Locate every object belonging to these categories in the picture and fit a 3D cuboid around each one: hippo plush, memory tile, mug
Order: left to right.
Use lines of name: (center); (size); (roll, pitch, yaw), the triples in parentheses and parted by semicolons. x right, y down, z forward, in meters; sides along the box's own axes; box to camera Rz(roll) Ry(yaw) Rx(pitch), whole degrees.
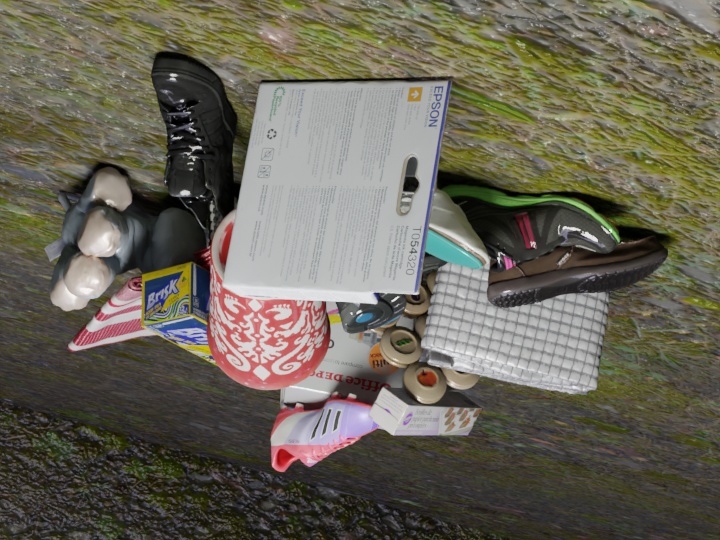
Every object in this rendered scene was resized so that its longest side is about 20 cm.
hippo plush: (-0.269, -0.015, 1.790); (0.159, 0.161, 0.200); (18, 162, -23)
mug: (-0.101, 0.004, 1.556); (0.132, 0.179, 0.200); (-14, 156, -9)
memory tile: (0.105, 0.063, 1.741); (0.198, 0.154, 0.017); (-18, 152, -31)

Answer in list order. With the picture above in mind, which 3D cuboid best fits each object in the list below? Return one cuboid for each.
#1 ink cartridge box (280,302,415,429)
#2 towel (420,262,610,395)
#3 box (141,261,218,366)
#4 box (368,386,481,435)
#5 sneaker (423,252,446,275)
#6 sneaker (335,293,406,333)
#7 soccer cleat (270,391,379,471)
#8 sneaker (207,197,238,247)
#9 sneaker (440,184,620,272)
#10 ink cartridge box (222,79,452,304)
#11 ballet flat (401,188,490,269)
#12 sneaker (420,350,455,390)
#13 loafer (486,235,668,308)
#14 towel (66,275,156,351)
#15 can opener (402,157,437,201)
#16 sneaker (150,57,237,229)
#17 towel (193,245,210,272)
ink cartridge box: (-0.009, 0.073, 1.845); (0.144, 0.202, 0.145); (10, 164, 0)
towel: (0.171, 0.040, 1.685); (0.198, 0.168, 0.086); (12, 170, -5)
box: (-0.163, 0.057, 1.720); (0.069, 0.065, 0.200); (-13, 156, 24)
box: (0.076, 0.161, 1.739); (0.041, 0.039, 0.199); (32, -170, 26)
sneaker: (0.032, -0.029, 1.681); (0.075, 0.092, 0.200); (-16, 177, -25)
sneaker: (0.000, 0.000, 1.589); (0.073, 0.083, 0.200); (-20, 154, -4)
soccer cleat: (-0.039, 0.189, 1.765); (0.066, 0.077, 0.199); (22, 158, -31)
sneaker: (-0.138, -0.047, 1.776); (0.080, 0.076, 0.200); (0, 169, -3)
sneaker: (0.168, -0.034, 1.573); (0.198, 0.085, 0.077); (6, 164, 15)
ink cartridge box: (-0.016, -0.071, 1.363); (0.198, 0.199, 0.043); (3, 164, 26)
ballet flat: (0.053, -0.059, 1.555); (0.199, 0.070, 0.069); (18, 171, 34)
sneaker: (0.138, 0.085, 1.868); (0.076, 0.199, 0.114); (55, 169, 2)
loafer: (0.226, -0.015, 1.617); (0.198, 0.072, 0.073); (-9, 163, -6)
towel: (-0.247, 0.046, 1.797); (0.143, 0.023, 0.200); (-11, 163, -36)
can opener: (-0.013, -0.102, 1.535); (0.198, 0.067, 0.053); (5, -161, 29)
sneaker: (-0.158, -0.117, 1.466); (0.059, 0.105, 0.200); (7, 164, 14)
towel: (-0.077, -0.020, 1.722); (0.198, 0.023, 0.145); (-23, 154, 8)
